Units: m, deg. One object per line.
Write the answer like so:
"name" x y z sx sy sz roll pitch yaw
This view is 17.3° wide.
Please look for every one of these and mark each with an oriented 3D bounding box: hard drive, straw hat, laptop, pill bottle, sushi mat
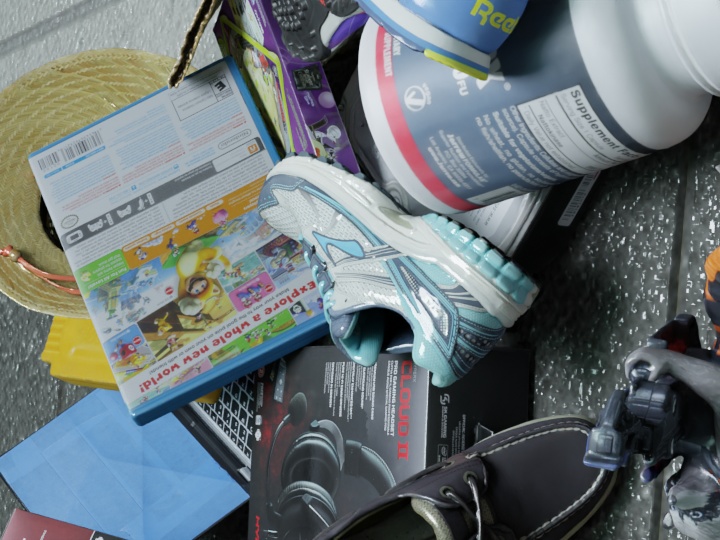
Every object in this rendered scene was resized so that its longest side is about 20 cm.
"hard drive" 0.061 -0.080 1.354 0.140 0.038 0.200 -61 41 30
"straw hat" -0.160 -0.036 1.508 0.085 0.200 0.202 83 169 -58
"laptop" -0.144 0.080 1.555 0.187 0.115 0.201 41 127 49
"pill bottle" 0.110 -0.110 1.189 0.199 0.119 0.120 -18 70 32
"sushi mat" -0.091 -0.183 1.508 0.200 0.012 0.096 -80 13 -70

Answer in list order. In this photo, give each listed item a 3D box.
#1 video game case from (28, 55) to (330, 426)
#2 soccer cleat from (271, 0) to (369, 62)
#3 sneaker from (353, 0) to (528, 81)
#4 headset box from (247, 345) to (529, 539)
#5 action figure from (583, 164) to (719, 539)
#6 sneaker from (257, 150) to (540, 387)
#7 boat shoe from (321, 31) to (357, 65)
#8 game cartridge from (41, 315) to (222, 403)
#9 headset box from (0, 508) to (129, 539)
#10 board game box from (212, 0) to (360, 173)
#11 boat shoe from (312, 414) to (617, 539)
"video game case" -0.105 -0.021 1.420 0.143 0.018 0.201 -26 60 1
"soccer cleat" -0.002 -0.164 1.303 0.068 0.073 0.200 67 163 0
"sneaker" 0.009 -0.178 1.153 0.200 0.074 0.082 42 107 19
"headset box" 0.019 0.117 1.355 0.200 0.077 0.150 -4 83 56
"action figure" 0.176 0.045 1.092 0.104 0.200 0.194 19 113 16
"sneaker" 0.000 0.000 1.281 0.200 0.078 0.086 25 78 46
"boat shoe" -0.003 -0.190 1.398 0.074 0.063 0.202 -55 -1 -34
"game cartridge" -0.128 -0.017 1.558 0.176 0.032 0.201 3 71 48
"headset box" -0.134 0.222 1.412 0.149 0.199 0.075 78 -151 -58
"board game box" -0.040 -0.084 1.438 0.120 0.032 0.201 129 123 -65
"boat shoe" 0.044 0.137 1.235 0.065 0.199 0.072 49 -164 -85
